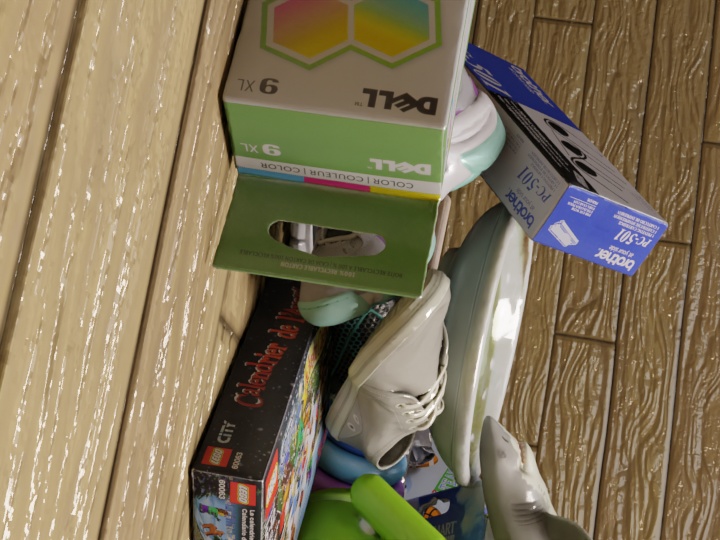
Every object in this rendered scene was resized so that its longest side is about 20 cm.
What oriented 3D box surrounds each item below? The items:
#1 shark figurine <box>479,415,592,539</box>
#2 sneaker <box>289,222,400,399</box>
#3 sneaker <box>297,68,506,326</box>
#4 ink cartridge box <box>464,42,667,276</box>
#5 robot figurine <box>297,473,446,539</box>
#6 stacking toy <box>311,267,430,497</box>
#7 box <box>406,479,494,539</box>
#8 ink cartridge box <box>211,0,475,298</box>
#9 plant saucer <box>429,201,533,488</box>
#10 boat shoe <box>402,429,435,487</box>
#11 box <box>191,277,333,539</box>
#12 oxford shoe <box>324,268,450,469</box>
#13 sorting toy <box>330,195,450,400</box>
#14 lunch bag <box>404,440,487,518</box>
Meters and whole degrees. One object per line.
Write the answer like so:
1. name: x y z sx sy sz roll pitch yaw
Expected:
1. shark figurine: 0.116 0.212 0.813 0.216 0.089 0.129 59 -9 38
2. sneaker: 0.000 0.000 0.842 0.078 0.090 0.203 -73 169 -59
3. sneaker: -0.004 -0.075 0.736 0.141 0.077 0.201 56 46 -24
4. ink cartridge box: 0.109 -0.081 0.852 0.044 0.093 0.201 -56 -142 22
5. robot figurine: -0.020 0.214 0.817 0.200 0.114 0.177 -65 179 -69
6. stacking toy: 0.013 0.088 0.930 0.085 0.084 0.203 -58 166 -76
7. box: 0.058 0.256 0.898 0.121 0.047 0.203 -28 -133 52
8. ink cartridge box: -0.004 -0.095 0.617 0.060 0.102 0.203 87 13 -61
9. plant saucer: 0.074 0.042 0.879 0.200 0.049 0.203 12 90 -76
10. boat shoe: 0.030 0.144 1.067 0.070 0.066 0.202 121 -9 -48
11. box: -0.051 0.102 0.740 0.201 0.037 0.138 -73 170 -56
12. oxford shoe: 0.026 0.061 0.758 0.075 0.058 0.201 -44 168 -28
13. sorting toy: 0.012 0.049 1.102 0.186 0.036 0.201 -74 -171 -55
14. lunch bag: 0.048 0.227 1.170 0.123 0.199 0.172 -33 141 -36
